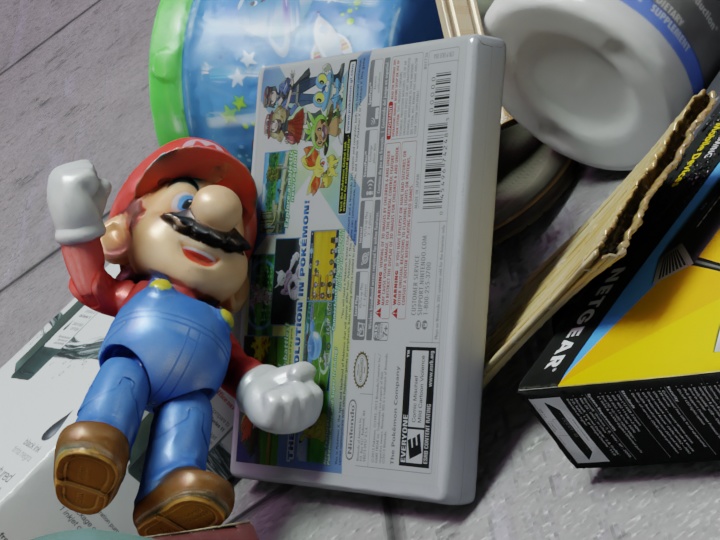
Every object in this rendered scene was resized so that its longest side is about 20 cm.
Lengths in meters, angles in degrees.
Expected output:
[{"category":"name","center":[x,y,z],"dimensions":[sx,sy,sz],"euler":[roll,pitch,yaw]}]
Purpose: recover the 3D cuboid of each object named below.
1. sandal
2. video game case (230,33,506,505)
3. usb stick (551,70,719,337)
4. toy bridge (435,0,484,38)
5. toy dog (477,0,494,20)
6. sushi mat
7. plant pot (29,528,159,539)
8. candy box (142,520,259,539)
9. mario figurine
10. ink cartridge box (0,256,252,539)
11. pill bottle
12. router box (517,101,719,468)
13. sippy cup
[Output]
[{"category":"sandal","center":[0.086,-0.084,1.211],"dimensions":[0.081,0.055,0.200],"euler":[-7,39,53]},{"category":"video game case","center":[0.000,0.000,1.076],"dimensions":[0.182,0.022,0.202],"euler":[-1,85,57]},{"category":"usb stick","center":[0.148,-0.039,1.055],"dimensions":[0.200,0.033,0.055],"euler":[-53,7,-30]},{"category":"toy bridge","center":[0.038,-0.065,1.130],"dimensions":[0.067,0.027,0.202],"euler":[8,96,62]},{"category":"toy dog","center":[0.046,-0.168,1.326],"dimensions":[0.199,0.140,0.194],"euler":[-21,25,31]},{"category":"sushi mat","center":[0.090,-0.003,0.999],"dimensions":[0.096,0.012,0.200],"euler":[-55,1,-26]},{"category":"plant pot","center":[-0.087,0.187,0.822],"dimensions":[0.200,0.200,0.196],"euler":[-40,14,-2]},{"category":"candy box","center":[-0.143,0.172,1.015],"dimensions":[0.199,0.057,0.116],"euler":[-30,-15,26]},{"category":"mario figurine","center":[-0.082,0.014,1.065],"dimensions":[0.105,0.124,0.201],"euler":[-12,48,21]},{"category":"ink cartridge box","center":[-0.126,0.076,1.206],"dimensions":[0.200,0.083,0.146],"euler":[-45,24,-15]},{"category":"pill bottle","center":[0.152,-0.155,1.166],"dimensions":[0.113,0.114,0.200],"euler":[-10,37,50]},{"category":"router box","center":[0.172,-0.010,0.940],"dimensions":[0.149,0.051,0.200],"euler":[-10,35,51]},{"category":"sippy cup","center":[-0.022,-0.099,1.223],"dimensions":[0.130,0.179,0.139],"euler":[1,2,26]}]
